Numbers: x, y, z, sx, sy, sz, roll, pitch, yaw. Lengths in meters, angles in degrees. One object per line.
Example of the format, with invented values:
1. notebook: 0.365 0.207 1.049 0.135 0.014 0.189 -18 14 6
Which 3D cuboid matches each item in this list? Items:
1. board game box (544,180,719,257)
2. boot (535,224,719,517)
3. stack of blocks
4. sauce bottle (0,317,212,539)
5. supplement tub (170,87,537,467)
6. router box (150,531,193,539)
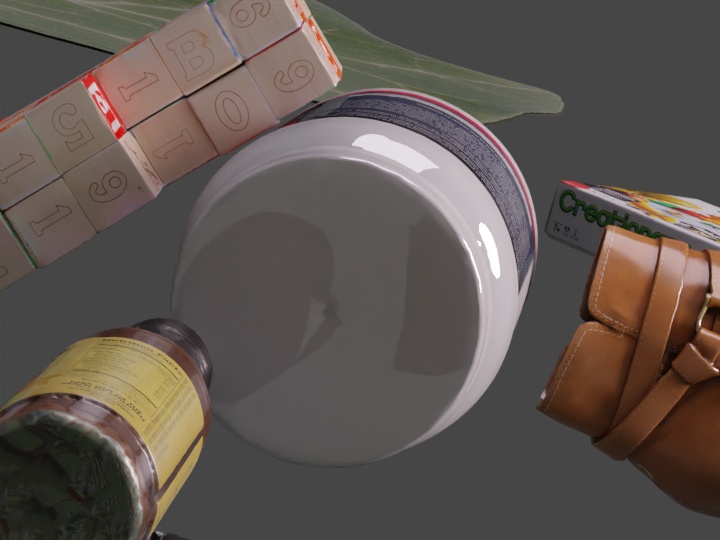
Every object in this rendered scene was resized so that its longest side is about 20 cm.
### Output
1. board game box: 0.211 0.002 1.287 0.126 0.035 0.200 5 15 -46
2. boot: 0.180 0.011 1.085 0.155 0.200 0.074 24 -15 4
3. stack of blocks: -0.108 -0.056 1.037 0.059 0.200 0.115 59 6 -9
4. sauce bottle: -0.086 0.056 0.841 0.065 0.065 0.200 17 9 3
5. supplement tub: 0.000 0.000 1.027 0.140 0.141 0.200 17 11 5
6. router box: 0.029 0.129 0.597 0.200 0.062 0.150 16 3 0
